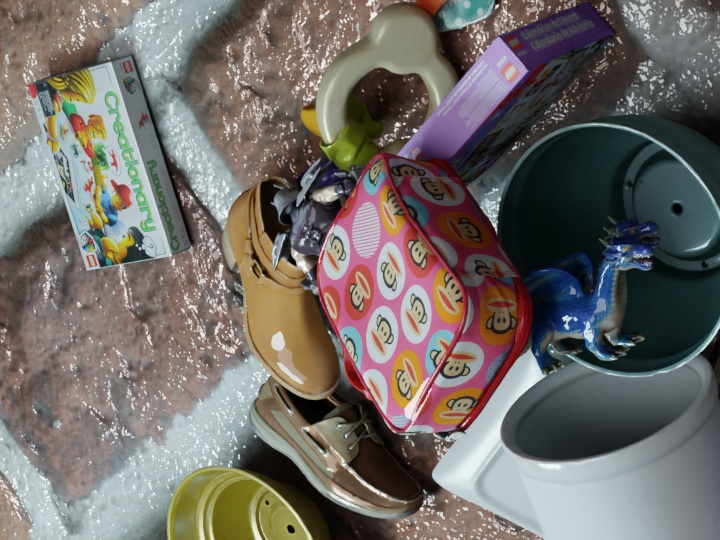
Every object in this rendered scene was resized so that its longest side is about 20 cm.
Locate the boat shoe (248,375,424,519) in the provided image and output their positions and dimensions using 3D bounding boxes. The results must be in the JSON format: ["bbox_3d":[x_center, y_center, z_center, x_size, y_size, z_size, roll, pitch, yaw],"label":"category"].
[{"bbox_3d":[-0.022,0.161,1.765,0.200,0.076,0.072,33,123,21],"label":"boat shoe"}]

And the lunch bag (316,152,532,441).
[{"bbox_3d":[0.038,0.028,1.428,0.176,0.082,0.200,-62,40,34],"label":"lunch bag"}]

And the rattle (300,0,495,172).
[{"bbox_3d":[0.031,-0.185,1.610,0.130,0.143,0.200,16,105,-4],"label":"rattle"}]

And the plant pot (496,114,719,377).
[{"bbox_3d":[0.225,-0.035,1.450,0.200,0.134,0.200,15,117,32],"label":"plant pot"}]

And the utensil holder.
[{"bbox_3d":[0.221,0.184,1.455,0.170,0.170,0.200,-5,118,39],"label":"utensil holder"}]

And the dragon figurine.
[{"bbox_3d":[0.150,0.021,1.403,0.200,0.059,0.099,-14,99,40],"label":"dragon figurine"}]

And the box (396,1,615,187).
[{"bbox_3d":[0.103,-0.126,1.506,0.039,0.137,0.200,50,130,10],"label":"box"}]

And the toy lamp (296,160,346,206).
[{"bbox_3d":[0.000,0.000,1.660,0.058,0.058,0.200,-33,74,41],"label":"toy lamp"}]

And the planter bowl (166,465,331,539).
[{"bbox_3d":[-0.090,0.271,1.855,0.200,0.083,0.200,16,118,33],"label":"planter bowl"}]

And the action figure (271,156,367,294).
[{"bbox_3d":[0.003,-0.016,1.576,0.200,0.069,0.130,35,133,17],"label":"action figure"}]

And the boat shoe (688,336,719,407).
[{"bbox_3d":[0.323,0.055,1.461,0.076,0.072,0.200,27,126,8],"label":"boat shoe"}]

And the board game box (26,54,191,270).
[{"bbox_3d":[-0.250,-0.105,1.856,0.126,0.035,0.200,-9,102,39],"label":"board game box"}]

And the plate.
[{"bbox_3d":[0.186,0.168,1.578,0.200,0.032,0.200,28,128,-6],"label":"plate"}]

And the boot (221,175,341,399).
[{"bbox_3d":[-0.065,0.016,1.700,0.200,0.074,0.155,60,159,6],"label":"boot"}]
